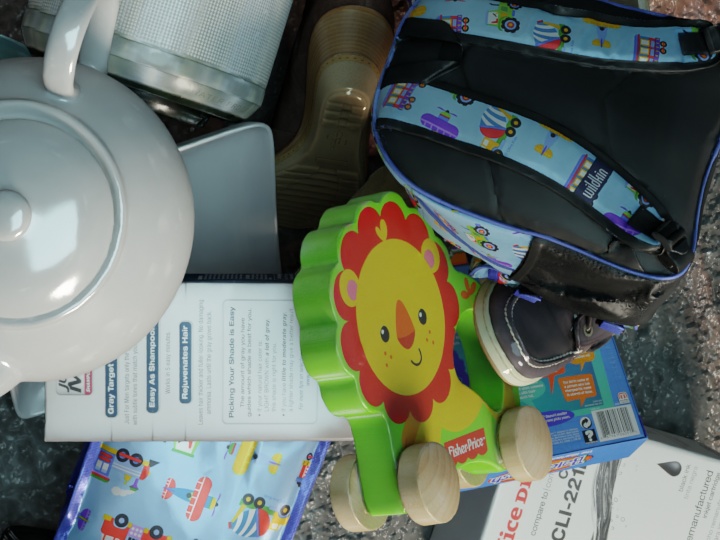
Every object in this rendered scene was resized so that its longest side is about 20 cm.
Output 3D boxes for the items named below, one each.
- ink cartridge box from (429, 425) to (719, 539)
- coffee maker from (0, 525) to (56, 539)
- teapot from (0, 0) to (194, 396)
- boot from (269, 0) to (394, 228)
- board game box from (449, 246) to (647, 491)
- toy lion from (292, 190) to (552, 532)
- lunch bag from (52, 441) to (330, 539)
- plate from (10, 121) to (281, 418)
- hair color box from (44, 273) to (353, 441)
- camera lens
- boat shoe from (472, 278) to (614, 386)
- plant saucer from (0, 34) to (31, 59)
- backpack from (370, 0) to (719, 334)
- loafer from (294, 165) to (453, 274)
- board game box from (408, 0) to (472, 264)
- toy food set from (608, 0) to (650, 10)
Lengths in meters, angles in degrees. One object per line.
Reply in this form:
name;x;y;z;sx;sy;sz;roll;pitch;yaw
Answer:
ink cartridge box;0.169;0.182;1.225;0.198;0.084;0.146;17;93;-18
coffee maker;-0.200;0.292;1.065;0.134;0.191;0.202;14;101;-56
teapot;-0.183;-0.033;0.906;0.196;0.146;0.201;-26;90;-3
boot;-0.020;-0.137;1.108;0.072;0.200;0.168;12;59;-13
board game box;0.098;0.045;1.149;0.151;0.045;0.202;-8;67;-16
toy lion;0.033;0.049;0.985;0.199;0.068;0.194;-9;88;-57
lunch bag;-0.099;0.107;1.087;0.149;0.094;0.201;21;106;-10
plate;-0.149;-0.004;1.079;0.198;0.032;0.201;-18;138;-15
hair color box;-0.095;0.053;1.018;0.198;0.061;0.101;0;95;-4
camera lens;-0.116;-0.201;1.033;0.159;0.160;0.202;16;93;-19
boat shoe;0.134;0.020;1.052;0.064;0.200;0.072;-27;85;29
plant saucer;-0.268;-0.059;1.077;0.198;0.027;0.202;-3;100;-18
backpack;0.106;-0.075;0.966;0.198;0.135;0.184;18;67;3
loafer;0.000;0.000;1.100;0.076;0.200;0.068;21;48;-26
board game box;0.077;-0.116;1.085;0.032;0.120;0.202;-8;102;27
toy food set;0.165;-0.192;1.092;0.060;0.143;0.202;-18;103;-23
